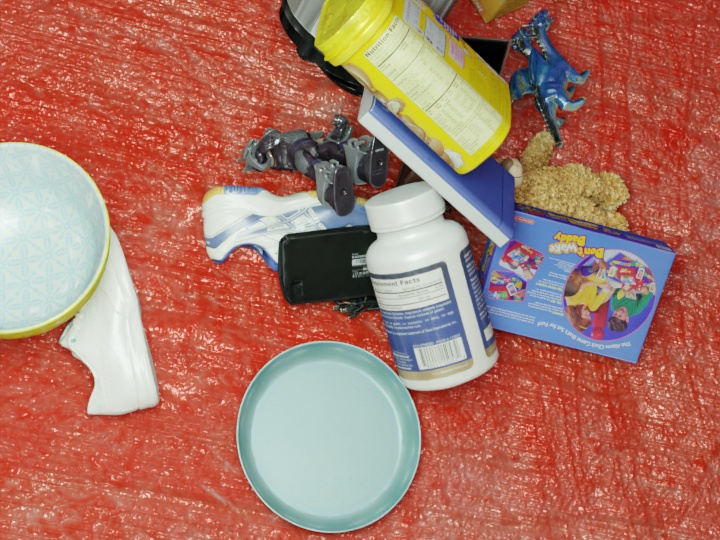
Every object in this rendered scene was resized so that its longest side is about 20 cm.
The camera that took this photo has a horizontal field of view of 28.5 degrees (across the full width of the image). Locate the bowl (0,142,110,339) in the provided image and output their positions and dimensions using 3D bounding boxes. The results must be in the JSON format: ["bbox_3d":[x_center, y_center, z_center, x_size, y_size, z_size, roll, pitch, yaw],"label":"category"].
[{"bbox_3d":[-0.342,-0.014,1.416,0.198,0.108,0.202,0,69,-1],"label":"bowl"}]

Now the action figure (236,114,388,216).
[{"bbox_3d":[-0.050,-0.124,1.507,0.129,0.199,0.070,-27,121,-25],"label":"action figure"}]

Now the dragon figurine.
[{"bbox_3d":[0.207,-0.215,1.636,0.099,0.059,0.201,29,50,-12],"label":"dragon figurine"}]

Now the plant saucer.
[{"bbox_3d":[-0.034,0.175,1.494,0.198,0.027,0.202,4,74,-13],"label":"plant saucer"}]

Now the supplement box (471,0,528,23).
[{"bbox_3d":[0.180,-0.357,1.613,0.068,0.200,0.067,-31,84,-17],"label":"supplement box"}]

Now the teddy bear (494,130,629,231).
[{"bbox_3d":[0.220,-0.088,1.616,0.199,0.067,0.146,27,67,-6],"label":"teddy bear"}]

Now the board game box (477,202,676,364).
[{"bbox_3d":[0.230,0.013,1.566,0.198,0.045,0.136,14,106,-11],"label":"board game box"}]

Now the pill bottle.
[{"bbox_3d":[0.069,0.014,1.488,0.110,0.111,0.202,-21,105,-19],"label":"pill bottle"}]

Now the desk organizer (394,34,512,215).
[{"bbox_3d":[0.106,-0.175,1.606,0.071,0.077,0.202,20,70,-8],"label":"desk organizer"}]

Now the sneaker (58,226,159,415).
[{"bbox_3d":[-0.267,0.049,1.450,0.088,0.075,0.202,-13,79,-6],"label":"sneaker"}]

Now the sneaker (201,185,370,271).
[{"bbox_3d":[-0.072,-0.041,1.532,0.198,0.075,0.089,1,85,-7],"label":"sneaker"}]

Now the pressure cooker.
[{"bbox_3d":[0.005,-0.298,1.555,0.177,0.201,0.177,24,33,-14],"label":"pressure cooker"}]

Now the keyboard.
[{"bbox_3d":[0.000,0.000,1.538,0.198,0.040,0.105,-5,102,-23],"label":"keyboard"}]

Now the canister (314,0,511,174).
[{"bbox_3d":[0.057,-0.205,1.416,0.200,0.086,0.149,41,27,-20],"label":"canister"}]

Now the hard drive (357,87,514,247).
[{"bbox_3d":[0.083,-0.125,1.475,0.200,0.025,0.132,40,28,-17],"label":"hard drive"}]
